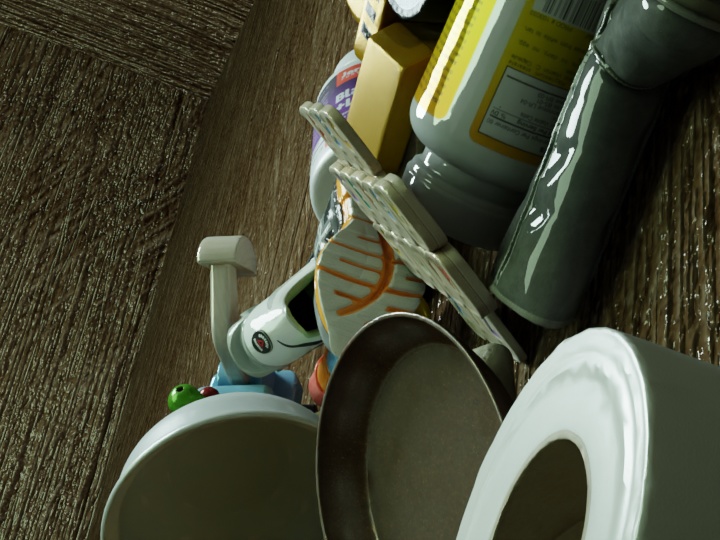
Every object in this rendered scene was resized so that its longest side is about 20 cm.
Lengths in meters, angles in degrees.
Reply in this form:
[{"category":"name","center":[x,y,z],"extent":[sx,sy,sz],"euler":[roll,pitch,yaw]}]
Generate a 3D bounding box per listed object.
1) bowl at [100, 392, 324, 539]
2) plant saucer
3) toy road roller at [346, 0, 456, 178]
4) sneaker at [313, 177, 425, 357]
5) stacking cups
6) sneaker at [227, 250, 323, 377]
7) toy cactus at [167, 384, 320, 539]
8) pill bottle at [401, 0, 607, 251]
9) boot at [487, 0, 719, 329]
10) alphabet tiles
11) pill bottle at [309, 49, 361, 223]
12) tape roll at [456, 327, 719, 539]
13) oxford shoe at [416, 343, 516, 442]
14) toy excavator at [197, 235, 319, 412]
[{"category":"bowl","center":[-0.089,0.159,1.112],"extent":[0.090,0.201,0.201],"euler":[-111,41,-57]},{"category":"plant saucer","center":[0.039,0.123,0.864],"extent":[0.200,0.034,0.201],"euler":[6,97,56]},{"category":"toy road roller","center":[0.048,-0.164,1.071],"extent":[0.146,0.123,0.200],"euler":[46,131,47]},{"category":"sneaker","center":[0.000,0.000,1.108],"extent":[0.200,0.078,0.077],"euler":[-80,15,-51]},{"category":"stacking cups","center":[0.004,0.067,1.237],"extent":[0.200,0.060,0.061],"euler":[124,162,-67]},{"category":"sneaker","center":[-0.019,0.016,1.280],"extent":[0.088,0.074,0.200],"euler":[-34,7,45]},{"category":"toy cactus","center":[-0.071,0.165,1.234],"extent":[0.165,0.200,0.102],"euler":[-32,-7,-20]},{"category":"pill bottle","center":[0.098,-0.118,0.955],"extent":[0.113,0.113,0.200],"euler":[-104,35,-69]},{"category":"boot","center":[0.129,-0.064,0.830],"extent":[0.200,0.072,0.182],"euler":[-62,0,10]},{"category":"alphabet tiles","center":[0.029,-0.024,0.965],"extent":[0.015,0.196,0.200],"euler":[-39,13,-3]},{"category":"pill bottle","center":[0.015,-0.114,1.318],"extent":[0.200,0.111,0.112],"euler":[-90,23,-56]},{"category":"tape roll","center":[0.102,0.129,0.653],"extent":[0.202,0.071,0.203],"euler":[-160,90,-77]},{"category":"oxford shoe","center":[0.044,0.099,0.979],"extent":[0.200,0.070,0.075],"euler":[-28,39,57]},{"category":"toy excavator","center":[-0.101,0.097,1.311],"extent":[0.200,0.100,0.195],"euler":[72,-159,-52]}]
